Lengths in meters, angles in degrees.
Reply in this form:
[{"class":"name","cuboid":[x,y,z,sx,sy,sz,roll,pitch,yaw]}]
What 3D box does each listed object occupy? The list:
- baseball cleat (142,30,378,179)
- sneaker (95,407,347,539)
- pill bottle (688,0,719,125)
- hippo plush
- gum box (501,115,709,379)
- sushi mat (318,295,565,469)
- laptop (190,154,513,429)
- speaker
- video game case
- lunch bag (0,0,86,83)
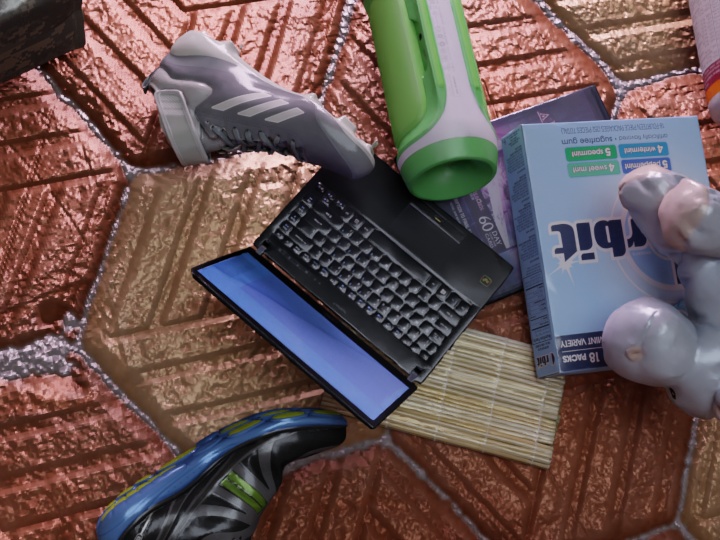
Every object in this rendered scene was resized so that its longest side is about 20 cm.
[{"class":"baseball cleat","cuboid":[-0.085,-0.107,1.003,0.199,0.070,0.107,34,76,23]},{"class":"sneaker","cuboid":[-0.095,0.162,0.937,0.198,0.071,0.084,-30,97,-19]},{"class":"pill bottle","cuboid":[0.348,-0.236,1.133,0.108,0.110,0.203,-2,75,-14]},{"class":"hippo plush","cuboid":[0.265,0.025,0.985,0.198,0.159,0.163,22,99,-8]},{"class":"gum box","cuboid":[0.213,-0.022,1.053,0.167,0.045,0.203,-4,81,-19]},{"class":"sushi mat","cuboid":[0.070,0.089,1.022,0.197,0.012,0.097,15,71,-9]},{"class":"laptop","cuboid":[0.000,0.000,0.969,0.177,0.103,0.200,39,72,8]},{"class":"speaker","cuboid":[0.055,-0.163,1.041,0.087,0.089,0.203,-4,67,-15]},{"class":"video game case","cuboid":[0.143,-0.063,1.082,0.198,0.019,0.145,-20,80,-18]},{"class":"lunch bag","cuboid":[-0.322,-0.240,0.967,0.163,0.118,0.201,-29,77,-19]}]
